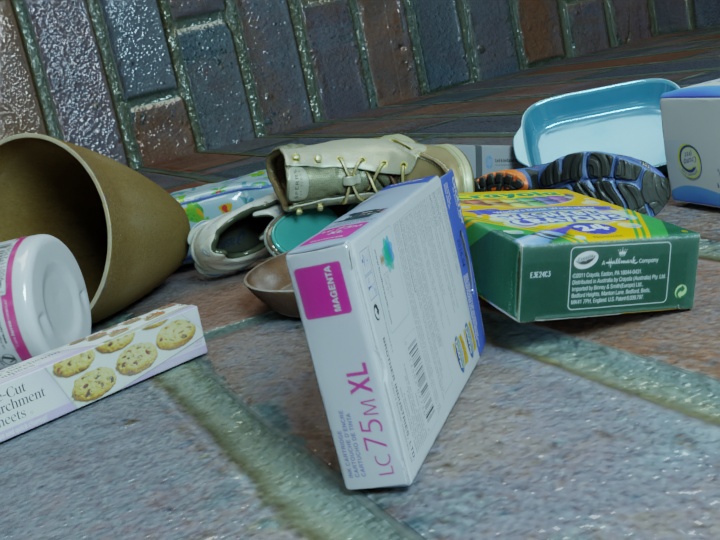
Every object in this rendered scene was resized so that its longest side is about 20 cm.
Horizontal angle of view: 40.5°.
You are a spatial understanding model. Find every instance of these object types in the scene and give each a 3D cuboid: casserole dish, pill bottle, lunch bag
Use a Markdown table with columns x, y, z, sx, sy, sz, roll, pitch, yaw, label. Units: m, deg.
| x | y | z | sx | sy | sz | roll | pitch | yaw | label |
| --- | --- | --- | --- | --- | --- | --- | --- | --- | --- |
| 0.265 | -0.141 | 1.054 | 0.198 | 0.039 | 0.122 | -10 | 56 | 9 | casserole dish |
| -0.332 | 0.044 | 0.790 | 0.198 | 0.114 | 0.113 | -10 | 13 | 8 | pill bottle |
| -0.180 | -0.063 | 1.168 | 0.198 | 0.083 | 0.161 | -13 | 14 | -3 | lunch bag |

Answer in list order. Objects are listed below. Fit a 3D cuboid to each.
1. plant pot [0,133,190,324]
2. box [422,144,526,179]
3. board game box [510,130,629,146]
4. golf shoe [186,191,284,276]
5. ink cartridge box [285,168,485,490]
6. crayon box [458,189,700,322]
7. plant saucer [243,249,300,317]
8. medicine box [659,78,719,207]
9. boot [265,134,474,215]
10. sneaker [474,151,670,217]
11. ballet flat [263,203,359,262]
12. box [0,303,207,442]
| x | y | z | sx | sy | sz | roll | pitch | yaw | label |
| --- | --- | --- | --- | --- | --- | --- | --- | --- | --- |
| -0.262 | -0.036 | 0.971 | 0.185 | 0.188 | 0.200 | -7 | 1 | 23 | plant pot |
| 0.092 | -0.122 | 1.110 | 0.155 | 0.042 | 0.199 | 5 | 7 | 39 | box |
| 0.295 | -0.160 | 1.202 | 0.150 | 0.047 | 0.199 | -2 | 17 | 37 | board game box |
| -0.079 | -0.050 | 1.007 | 0.199 | 0.079 | 0.097 | -29 | 7 | -16 | golf shoe |
| 0.024 | 0.020 | 0.535 | 0.042 | 0.121 | 0.200 | -9 | 13 | 23 | ink cartridge box |
| 0.121 | -0.020 | 0.679 | 0.124 | 0.052 | 0.200 | -4 | 14 | -17 | crayon box |
| 0.000 | 0.000 | 0.837 | 0.198 | 0.035 | 0.200 | -13 | 12 | 3 | plant saucer |
| 0.389 | -0.120 | 0.818 | 0.198 | 0.104 | 0.182 | -15 | 13 | -15 | medicine box |
| 0.005 | -0.084 | 0.917 | 0.153 | 0.073 | 0.200 | -7 | 19 | -23 | boot |
| 0.193 | -0.074 | 0.887 | 0.078 | 0.076 | 0.199 | -19 | 15 | -39 | sneaker |
| -0.025 | -0.037 | 0.992 | 0.199 | 0.068 | 0.064 | -23 | -11 | -40 | ballet flat |
| -0.203 | 0.074 | 0.702 | 0.199 | 0.042 | 0.039 | -22 | 16 | -38 | box |
